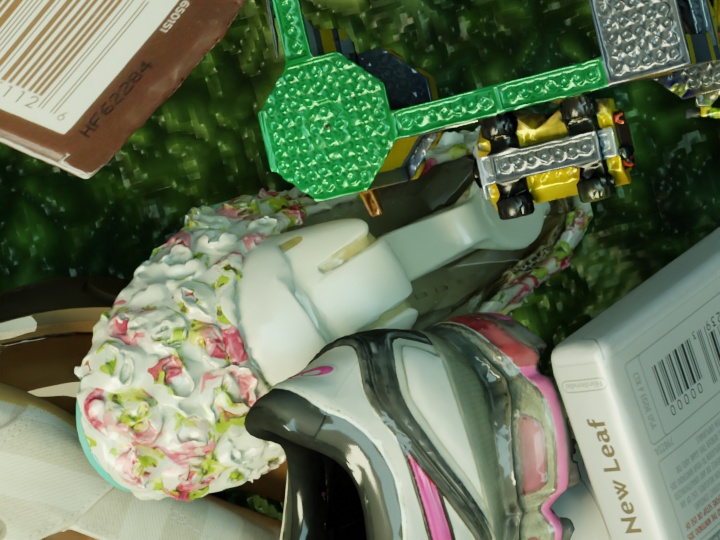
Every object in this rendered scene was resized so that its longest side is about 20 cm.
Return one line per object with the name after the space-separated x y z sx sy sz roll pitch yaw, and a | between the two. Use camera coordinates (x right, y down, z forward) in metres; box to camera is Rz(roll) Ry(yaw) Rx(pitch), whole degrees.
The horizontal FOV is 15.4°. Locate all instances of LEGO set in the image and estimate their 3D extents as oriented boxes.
0.036 -0.114 0.705 0.153 0.116 0.201 -21 88 22 | LEGO set

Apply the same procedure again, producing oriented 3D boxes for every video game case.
0.142 0.065 0.749 0.200 0.022 0.183 -33 108 -44 | video game case

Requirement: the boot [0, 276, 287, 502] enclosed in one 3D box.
-0.108 0.072 0.765 0.199 0.077 0.156 23 93 -20 | boot

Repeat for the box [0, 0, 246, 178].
-0.112 -0.127 0.690 0.100 0.201 0.075 22 123 -40 | box

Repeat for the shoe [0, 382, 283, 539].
-0.079 0.079 0.714 0.199 0.053 0.070 20 109 -27 | shoe

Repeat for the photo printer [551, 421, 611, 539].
0.105 0.131 0.774 0.166 0.069 0.202 -4 91 -44 | photo printer

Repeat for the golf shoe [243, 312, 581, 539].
0.008 0.115 0.689 0.092 0.072 0.202 -10 98 -37 | golf shoe

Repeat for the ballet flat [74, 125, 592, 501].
0.000 0.000 0.738 0.200 0.064 0.076 -34 97 -49 | ballet flat
